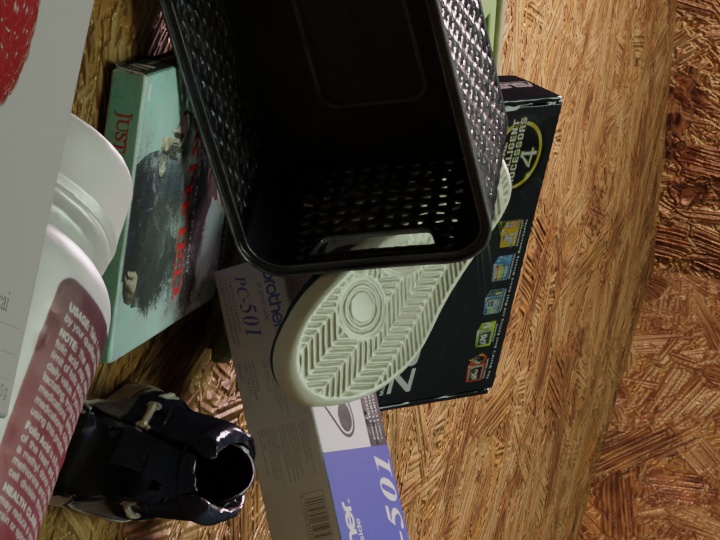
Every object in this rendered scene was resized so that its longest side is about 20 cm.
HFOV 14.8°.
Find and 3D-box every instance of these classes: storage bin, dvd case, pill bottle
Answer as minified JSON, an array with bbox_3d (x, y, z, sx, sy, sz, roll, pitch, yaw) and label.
[{"bbox_3d":[-0.010,-0.105,1.394,0.094,0.135,0.200,-78,158,-50],"label":"storage bin"},{"bbox_3d":[-0.098,-0.041,1.418,0.200,0.022,0.146,-38,137,-76],"label":"dvd case"},{"bbox_3d":[-0.155,0.040,0.973,0.114,0.114,0.200,82,22,-58],"label":"pill bottle"}]

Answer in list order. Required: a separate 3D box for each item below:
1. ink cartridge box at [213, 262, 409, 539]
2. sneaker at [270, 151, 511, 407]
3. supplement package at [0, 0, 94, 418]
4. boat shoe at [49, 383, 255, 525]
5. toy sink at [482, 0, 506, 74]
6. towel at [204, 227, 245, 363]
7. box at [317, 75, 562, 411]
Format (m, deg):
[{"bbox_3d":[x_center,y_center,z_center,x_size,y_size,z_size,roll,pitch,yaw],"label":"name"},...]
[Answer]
[{"bbox_3d":[-0.022,0.093,1.519,0.094,0.044,0.200,0,76,-67],"label":"ink cartridge box"},{"bbox_3d":[0.000,0.000,1.495,0.200,0.084,0.075,-48,123,-35],"label":"sneaker"},{"bbox_3d":[-0.158,-0.066,0.841,0.121,0.120,0.200,32,68,-77],"label":"supplement package"},{"bbox_3d":[-0.092,0.099,1.388,0.200,0.093,0.075,1,99,-78],"label":"boat shoe"},{"bbox_3d":[0.029,-0.107,1.753,0.130,0.112,0.200,-60,158,-58],"label":"toy sink"},{"bbox_3d":[-0.051,-0.055,1.603,0.148,0.036,0.200,-53,151,-68],"label":"towel"},{"bbox_3d":[0.032,-0.015,1.655,0.161,0.049,0.200,-5,116,-43],"label":"box"}]
